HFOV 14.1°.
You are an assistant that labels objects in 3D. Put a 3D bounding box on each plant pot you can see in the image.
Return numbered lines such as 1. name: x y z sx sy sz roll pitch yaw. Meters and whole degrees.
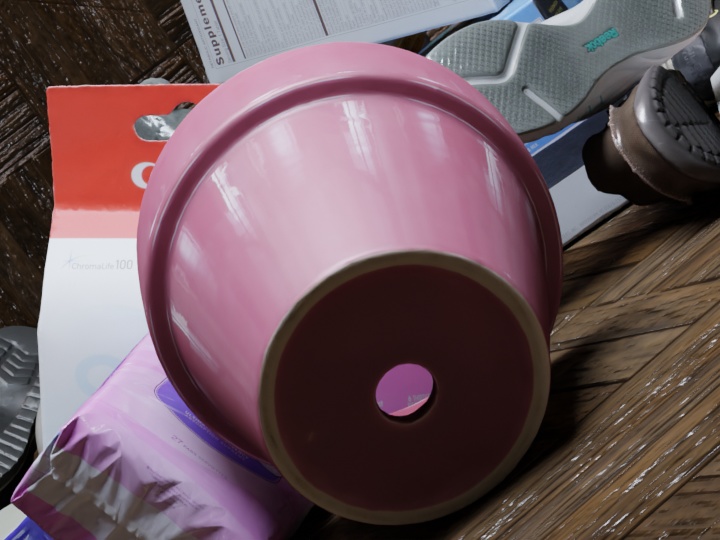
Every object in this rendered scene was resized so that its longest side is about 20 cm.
1. plant pot: 0.005 0.018 1.296 0.200 0.200 0.179 -36 22 4

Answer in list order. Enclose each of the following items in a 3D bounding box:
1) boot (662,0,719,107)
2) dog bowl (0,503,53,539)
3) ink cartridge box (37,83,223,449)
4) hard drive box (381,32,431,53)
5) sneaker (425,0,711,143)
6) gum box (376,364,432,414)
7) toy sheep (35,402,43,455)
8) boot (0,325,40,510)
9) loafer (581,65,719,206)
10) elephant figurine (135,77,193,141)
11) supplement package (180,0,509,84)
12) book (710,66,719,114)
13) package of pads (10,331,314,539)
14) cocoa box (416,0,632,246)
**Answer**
1. boot: 0.267 -0.186 1.769 0.150 0.073 0.200 -32 12 47
2. dog bowl: -0.227 0.211 1.579 0.200 0.079 0.200 -37 7 5
3. ink cartridge box: -0.091 0.004 1.546 0.159 0.201 0.047 0 13 10
4. hard drive box: -0.011 -0.084 1.919 0.156 0.076 0.200 -62 -19 -9
5. sneaker: 0.099 -0.099 1.537 0.200 0.071 0.080 -24 -17 -32
6. gum box: 0.027 -0.004 1.516 0.066 0.114 0.200 -6 15 14
7. toy sheep: -0.118 0.087 1.670 0.200 0.138 0.138 -29 10 48
8. boot: -0.234 0.141 1.725 0.200 0.077 0.139 -46 -25 -52
9. loafer: 0.155 -0.058 1.527 0.071 0.073 0.200 -40 -4 10
10. elephant figurine: -0.058 -0.062 1.691 0.199 0.155 0.142 -19 -23 -46
11. supplement package: -0.004 -0.198 1.738 0.199 0.114 0.110 -12 16 28
12. book: 0.248 -0.116 1.540 0.133 0.048 0.200 -40 7 11
13. package of pads: -0.079 0.092 1.435 0.076 0.120 0.200 -50 0 25
14. cocoa box: 0.101 -0.095 1.754 0.133 0.132 0.200 -35 7 17
